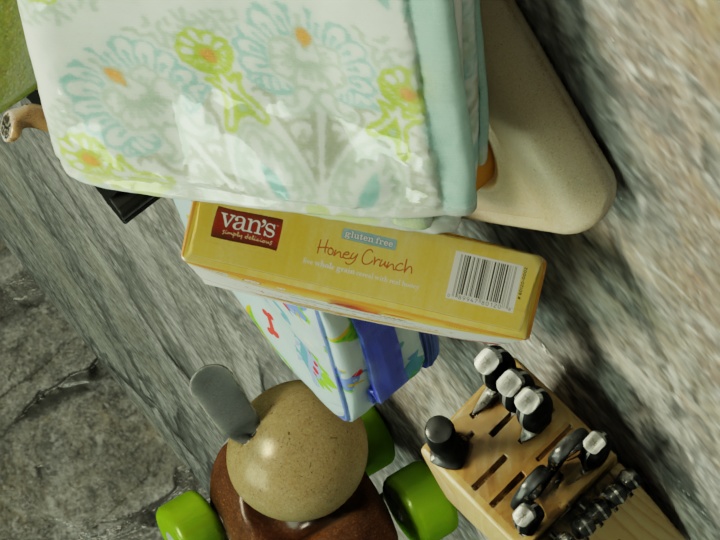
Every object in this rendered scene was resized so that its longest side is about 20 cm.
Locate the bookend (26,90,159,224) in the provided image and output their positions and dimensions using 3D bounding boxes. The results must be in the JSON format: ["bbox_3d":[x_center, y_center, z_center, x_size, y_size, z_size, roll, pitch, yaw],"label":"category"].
[{"bbox_3d":[-0.148,-0.139,1.528,0.199,0.092,0.200,53,169,-3],"label":"bookend"}]

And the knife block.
[{"bbox_3d":[0.067,0.081,1.275,0.176,0.064,0.200,49,174,-31],"label":"knife block"}]

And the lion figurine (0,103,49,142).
[{"bbox_3d":[-0.124,-0.125,1.409,0.073,0.122,0.200,59,139,43],"label":"lion figurine"}]

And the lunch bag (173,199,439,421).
[{"bbox_3d":[-0.029,-0.017,1.417,0.161,0.082,0.200,50,170,25],"label":"lunch bag"}]

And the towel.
[{"bbox_3d":[-0.043,-0.102,0.948,0.171,0.048,0.200,9,134,16],"label":"towel"}]

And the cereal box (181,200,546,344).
[{"bbox_3d":[0.000,0.000,1.160,0.144,0.040,0.200,12,177,1],"label":"cereal box"}]

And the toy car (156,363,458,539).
[{"bbox_3d":[-0.049,0.113,1.762,0.158,0.164,0.200,44,157,44],"label":"toy car"}]

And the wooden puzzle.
[{"bbox_3d":[-0.011,-0.088,1.055,0.200,0.046,0.185,5,131,58],"label":"wooden puzzle"}]

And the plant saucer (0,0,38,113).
[{"bbox_3d":[-0.123,-0.165,1.055,0.200,0.048,0.200,-82,7,-61],"label":"plant saucer"}]
